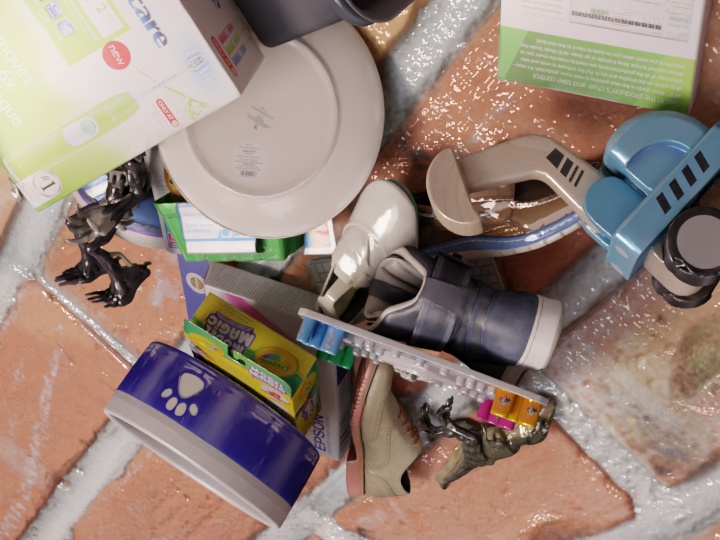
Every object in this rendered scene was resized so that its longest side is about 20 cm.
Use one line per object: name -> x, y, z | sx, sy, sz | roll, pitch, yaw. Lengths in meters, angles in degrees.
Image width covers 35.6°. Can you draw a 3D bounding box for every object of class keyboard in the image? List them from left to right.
keyboard -> 0.036, 0.004, 1.014 | 0.198, 0.011, 0.057 | -9, 118, 37

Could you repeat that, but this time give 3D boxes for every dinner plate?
dinner plate -> -0.079, -0.126, 0.903 | 0.197, 0.024, 0.203 | 2, 98, 15

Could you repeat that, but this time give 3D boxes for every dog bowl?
dog bowl -> -0.138, 0.155, 1.054 | 0.199, 0.079, 0.200 | 30, 163, 10

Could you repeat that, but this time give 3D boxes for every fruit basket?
fruit basket -> -0.118, -0.105, 0.966 | 0.183, 0.094, 0.202 | 1, 117, 25

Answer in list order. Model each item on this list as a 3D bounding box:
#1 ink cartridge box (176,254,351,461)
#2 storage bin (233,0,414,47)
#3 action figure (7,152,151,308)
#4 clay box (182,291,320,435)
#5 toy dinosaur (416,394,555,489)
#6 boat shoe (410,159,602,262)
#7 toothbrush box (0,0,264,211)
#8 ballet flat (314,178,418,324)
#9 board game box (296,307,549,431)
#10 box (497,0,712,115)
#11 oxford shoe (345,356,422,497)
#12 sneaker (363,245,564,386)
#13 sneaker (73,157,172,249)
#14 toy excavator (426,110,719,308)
ink cartridge box -> -0.103, 0.088, 1.140 | 0.198, 0.043, 0.198 | 17, 135, 20
storage bin -> -0.056, -0.253, 0.790 | 0.134, 0.146, 0.201 | -15, 115, 51
action figure -> -0.235, -0.064, 0.968 | 0.118, 0.101, 0.202 | 32, 132, 37
clay box -> -0.094, 0.089, 1.016 | 0.114, 0.048, 0.200 | 30, 160, 10
toy dinosaur -> 0.100, 0.160, 1.074 | 0.088, 0.048, 0.200 | 38, 139, -8
boat shoe -> 0.107, -0.054, 0.879 | 0.198, 0.072, 0.073 | -19, 108, 39
toothbrush box -> -0.195, -0.158, 0.823 | 0.198, 0.086, 0.146 | -25, 113, 20
ballet flat -> 0.000, 0.000, 0.948 | 0.069, 0.070, 0.201 | 33, 150, 6
board game box -> 0.047, 0.087, 0.925 | 0.197, 0.026, 0.200 | 20, 172, 5
box -> 0.164, -0.210, 0.745 | 0.143, 0.036, 0.202 | 16, 130, 22
oxford shoe -> 0.027, 0.147, 1.104 | 0.073, 0.071, 0.202 | 7, 133, 5
sneaker -> 0.075, 0.041, 0.912 | 0.144, 0.078, 0.203 | 16, 166, 1
sneaker -> -0.225, -0.124, 1.030 | 0.199, 0.081, 0.147 | 39, 140, 8
toy excavator -> 0.172, -0.057, 0.777 | 0.200, 0.194, 0.100 | 44, 178, 16
